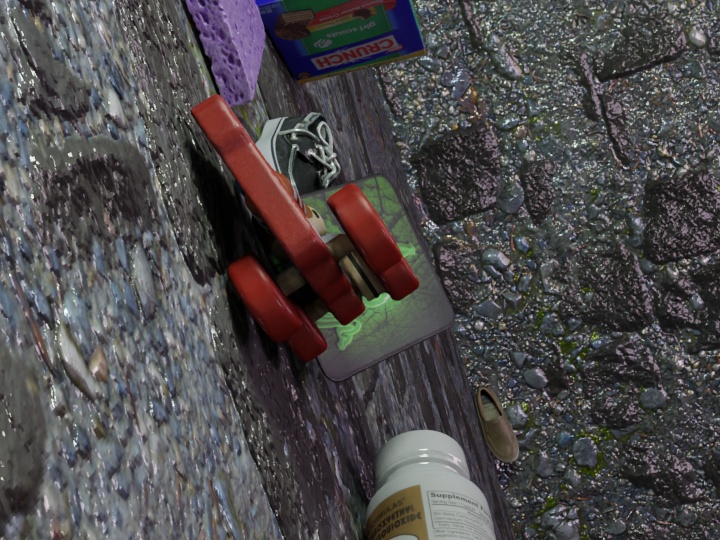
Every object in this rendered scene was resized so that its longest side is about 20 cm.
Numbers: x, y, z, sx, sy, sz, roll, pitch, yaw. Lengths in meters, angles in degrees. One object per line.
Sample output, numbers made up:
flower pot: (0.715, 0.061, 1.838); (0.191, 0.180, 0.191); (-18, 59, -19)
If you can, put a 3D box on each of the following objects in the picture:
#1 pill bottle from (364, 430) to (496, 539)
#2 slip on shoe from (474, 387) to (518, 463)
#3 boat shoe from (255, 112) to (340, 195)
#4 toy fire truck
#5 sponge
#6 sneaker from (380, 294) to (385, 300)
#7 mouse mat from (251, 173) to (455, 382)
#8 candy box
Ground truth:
pill bottle: (0.062, 0.241, 1.057); (0.200, 0.114, 0.114); (-97, 168, -53)
slip on shoe: (0.340, 0.385, 3.023); (0.061, 0.076, 0.200); (71, 3, -66)
boat shoe: (-0.054, -0.101, 1.125); (0.199, 0.068, 0.074); (-86, 158, -70)
toy fire truck: (-0.051, -0.034, 0.908); (0.168, 0.112, 0.200); (56, 1, 18)
sponge: (-0.119, -0.231, 1.076); (0.200, 0.030, 0.112); (-94, 166, -63)
sneaker: (-0.020, -0.022, 1.150); (0.073, 0.082, 0.200); (67, 10, -47)
mouse mat: (0.000, 0.000, 1.057); (0.200, 0.008, 0.161); (-22, 85, -50)
candy box: (-0.025, -0.309, 1.413); (0.200, 0.169, 0.077); (54, 24, -69)
